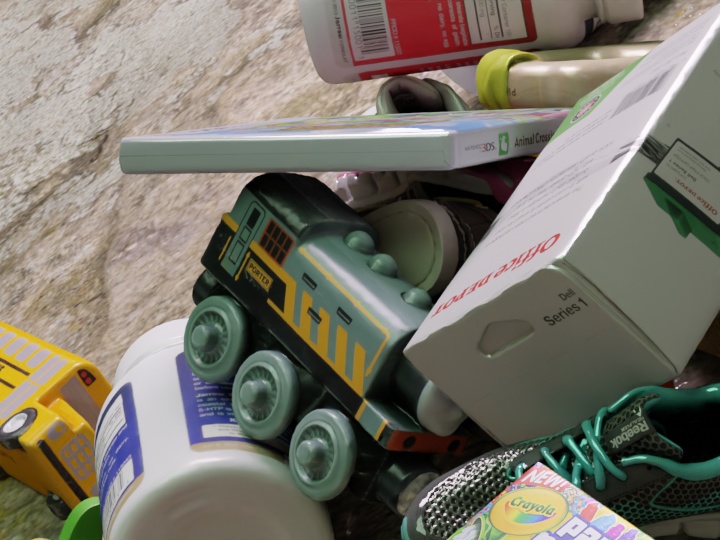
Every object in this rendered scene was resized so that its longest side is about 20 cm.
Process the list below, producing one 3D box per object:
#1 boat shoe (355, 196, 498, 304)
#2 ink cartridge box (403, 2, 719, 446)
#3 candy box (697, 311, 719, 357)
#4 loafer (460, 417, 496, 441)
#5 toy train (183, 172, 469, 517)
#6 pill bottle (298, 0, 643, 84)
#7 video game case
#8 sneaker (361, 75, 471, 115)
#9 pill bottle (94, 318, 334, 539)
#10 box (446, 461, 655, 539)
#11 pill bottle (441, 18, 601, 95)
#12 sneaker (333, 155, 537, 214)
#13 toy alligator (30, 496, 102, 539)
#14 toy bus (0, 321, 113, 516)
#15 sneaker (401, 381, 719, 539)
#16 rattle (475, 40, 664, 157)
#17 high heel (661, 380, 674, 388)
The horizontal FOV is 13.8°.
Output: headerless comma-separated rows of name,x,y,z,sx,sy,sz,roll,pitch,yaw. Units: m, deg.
boat shoe,0.000,0.000,1.611,0.059,0.072,0.200,-6,-7,-40
ink cartridge box,0.128,-0.020,1.435,0.146,0.084,0.200,-33,17,54
candy box,0.188,-0.021,1.567,0.117,0.057,0.200,-41,27,-13
loafer,0.081,0.059,1.569,0.200,0.071,0.073,-123,54,-74
toy train,-0.014,0.037,1.524,0.200,0.085,0.114,44,116,40
pill bottle,0.066,-0.179,1.777,0.199,0.113,0.112,-7,31,7
video game case,0.002,-0.070,1.590,0.199,0.022,0.182,0,7,29
sneaker,0.039,-0.084,1.810,0.078,0.100,0.200,-40,25,-10
pill bottle,-0.083,0.109,1.608,0.119,0.120,0.200,-32,25,7
box,0.076,0.211,1.232,0.192,0.122,0.200,-39,26,-10
pill bottle,0.123,-0.209,1.897,0.200,0.120,0.119,-41,26,-13
sneaker,0.045,-0.017,1.663,0.073,0.088,0.200,-1,-3,-28
toy alligator,-0.195,0.214,1.647,0.200,0.054,0.059,-50,25,-7
toy bus,-0.205,0.090,1.857,0.078,0.065,0.200,-42,25,-16
sneaker,0.114,0.087,1.351,0.199,0.091,0.078,-16,58,-5
rattle,0.165,-0.076,1.729,0.199,0.144,0.130,-10,-7,-46
high heel,0.095,0.103,1.448,0.096,0.068,0.200,-8,39,27
